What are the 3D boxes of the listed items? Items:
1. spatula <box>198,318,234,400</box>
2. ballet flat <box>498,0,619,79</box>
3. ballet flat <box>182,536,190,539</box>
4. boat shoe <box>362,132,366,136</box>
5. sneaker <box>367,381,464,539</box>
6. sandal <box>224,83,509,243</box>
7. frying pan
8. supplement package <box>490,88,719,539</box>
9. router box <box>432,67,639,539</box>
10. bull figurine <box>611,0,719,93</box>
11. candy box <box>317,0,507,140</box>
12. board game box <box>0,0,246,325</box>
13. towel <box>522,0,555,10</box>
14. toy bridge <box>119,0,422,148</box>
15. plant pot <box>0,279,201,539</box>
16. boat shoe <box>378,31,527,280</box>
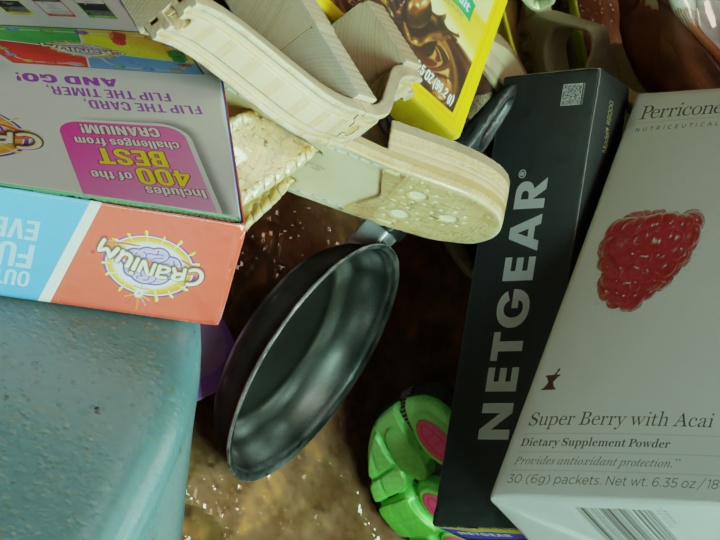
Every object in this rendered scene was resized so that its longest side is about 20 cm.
[{"bbox_3d":[-0.099,-0.041,1.110,0.057,0.021,0.200,-24,100,-39],"label":"spatula"},{"bbox_3d":[0.083,-0.121,1.262,0.067,0.067,0.200,-14,94,-40],"label":"ballet flat"},{"bbox_3d":[-0.036,0.153,1.117,0.200,0.072,0.072,24,68,-38],"label":"ballet flat"},{"bbox_3d":[-0.016,-0.143,1.170,0.076,0.072,0.200,25,74,-24],"label":"boat shoe"},{"bbox_3d":[0.071,0.094,1.227,0.200,0.077,0.084,38,54,-46],"label":"sneaker"},{"bbox_3d":[-0.048,-0.031,1.054,0.212,0.078,0.070,15,66,-8],"label":"sandal"},{"bbox_3d":[-0.008,0.003,1.121,0.115,0.031,0.190,-12,131,-64],"label":"frying pan"},{"bbox_3d":[0.156,0.037,1.092,0.120,0.121,0.200,48,52,-39],"label":"supplement package"},{"bbox_3d":[0.110,0.033,1.176,0.157,0.052,0.200,26,68,-48],"label":"router box"},{"bbox_3d":[0.147,-0.115,1.241,0.065,0.200,0.121,-17,102,-7],"label":"bull figurine"},{"bbox_3d":[-0.011,-0.147,1.080,0.200,0.026,0.102,41,56,-38],"label":"candy box"},{"bbox_3d":[-0.123,-0.062,0.927,0.153,0.200,0.040,9,122,-12],"label":"board game box"},{"bbox_3d":[0.024,-0.209,1.091,0.148,0.036,0.200,29,43,-51],"label":"towel"},{"bbox_3d":[-0.021,-0.076,0.969,0.067,0.027,0.200,58,18,17],"label":"toy bridge"},{"bbox_3d":[-0.148,0.083,0.897,0.196,0.196,0.200,100,16,-48],"label":"plant pot"},{"bbox_3d":[0.062,-0.023,1.213,0.072,0.072,0.200,-61,139,-30],"label":"boat shoe"}]
